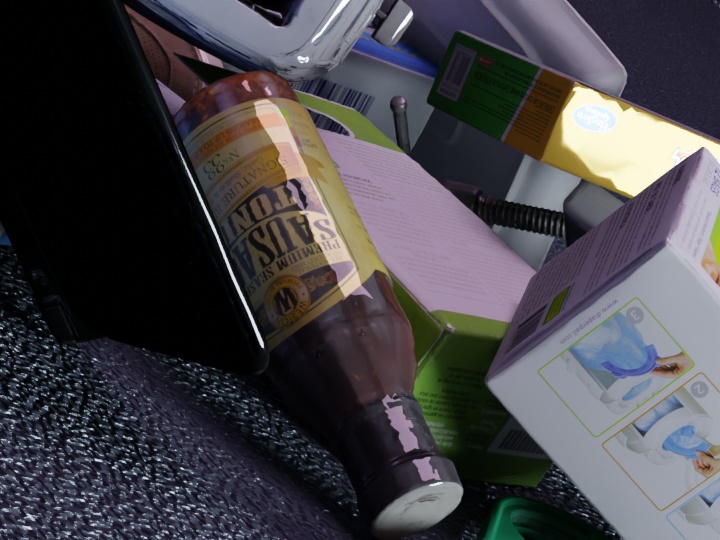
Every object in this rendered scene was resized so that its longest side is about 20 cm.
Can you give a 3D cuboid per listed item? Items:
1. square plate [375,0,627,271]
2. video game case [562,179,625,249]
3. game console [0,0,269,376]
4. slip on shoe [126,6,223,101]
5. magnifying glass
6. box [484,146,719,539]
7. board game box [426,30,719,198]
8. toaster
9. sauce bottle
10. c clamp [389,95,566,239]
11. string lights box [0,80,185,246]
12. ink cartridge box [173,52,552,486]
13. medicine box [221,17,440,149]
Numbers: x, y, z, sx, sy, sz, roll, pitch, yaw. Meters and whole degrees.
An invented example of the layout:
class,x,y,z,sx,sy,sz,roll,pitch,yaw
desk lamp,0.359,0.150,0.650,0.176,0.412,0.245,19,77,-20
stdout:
class,x,y,z,sx,sy,sz,roll,pitch,yaw
square plate,0.047,-0.106,1.559,0.028,0.200,0.198,-26,64,-32
video game case,0.182,0.060,1.405,0.200,0.023,0.182,37,-20,24
game console,-0.094,-0.078,1.093,0.176,0.116,0.201,-66,140,-55
slip on shoe,-0.157,-0.118,1.408,0.200,0.076,0.061,32,8,26
magnifying glass,0.059,0.119,1.141,0.079,0.022,0.200,37,13,26
box,0.160,0.069,1.190,0.200,0.101,0.113,49,25,-8
board game box,0.148,-0.052,1.396,0.199,0.041,0.153,21,6,-22
toaster,-0.067,-0.160,1.234,0.200,0.114,0.129,34,1,-15
sauce bottle,-0.016,0.013,1.158,0.066,0.066,0.201,13,41,-51
c clamp,0.108,-0.007,1.464,0.199,0.027,0.171,15,-31,10
string lights box,-0.133,-0.054,1.268,0.103,0.059,0.200,38,15,32
ink cartridge box,0.000,0.000,1.283,0.200,0.076,0.147,45,19,32
medicine box,-0.089,-0.125,1.528,0.182,0.103,0.200,14,21,-50
